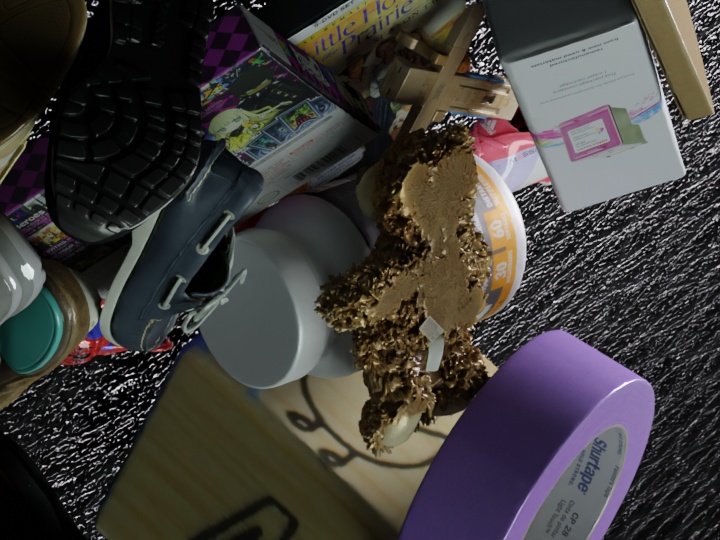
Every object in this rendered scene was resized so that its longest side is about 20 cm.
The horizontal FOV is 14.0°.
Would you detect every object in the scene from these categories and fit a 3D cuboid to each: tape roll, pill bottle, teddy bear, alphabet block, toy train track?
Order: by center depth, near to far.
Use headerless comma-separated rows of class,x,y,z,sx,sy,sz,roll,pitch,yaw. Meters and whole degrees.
teddy bear,0.028,0.010,1.724,0.145,0.067,0.201,-38,131,-28
toy train track,0.051,-0.114,1.790,0.115,0.032,0.200,-62,159,11
tape roll,0.101,0.139,1.813,0.200,0.065,0.201,-46,155,-30
pill bottle,0.000,0.000,1.813,0.199,0.116,0.117,-21,151,-42
alphabet block,-0.024,0.136,1.939,0.195,0.200,0.197,-36,161,-46

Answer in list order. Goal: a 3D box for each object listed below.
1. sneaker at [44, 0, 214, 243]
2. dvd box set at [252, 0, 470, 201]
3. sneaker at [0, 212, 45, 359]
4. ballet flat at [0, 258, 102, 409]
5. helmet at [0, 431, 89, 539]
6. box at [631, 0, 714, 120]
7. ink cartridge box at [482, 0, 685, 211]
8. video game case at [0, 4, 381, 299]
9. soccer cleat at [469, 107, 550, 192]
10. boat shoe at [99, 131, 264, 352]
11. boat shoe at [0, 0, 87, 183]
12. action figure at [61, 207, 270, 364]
sneaker,-0.127,-0.072,1.520,0.088,0.075,0.201,-50,-162,41
dvd box set,0.001,-0.126,1.772,0.146,0.029,0.200,-34,156,-12
sneaker,-0.243,0.033,1.616,0.082,0.075,0.200,-34,169,-32
ballet flat,-0.191,0.035,1.693,0.072,0.068,0.200,-25,169,-36
helmet,-0.253,0.207,1.787,0.199,0.191,0.200,-32,156,-16
box,0.153,-0.203,1.658,0.021,0.164,0.200,-17,145,12
ink cartridge box,0.124,-0.146,1.736,0.084,0.145,0.200,-17,153,6
video game case,-0.107,-0.062,1.680,0.199,0.036,0.181,-32,158,13
soccer cleat,0.072,-0.066,1.952,0.199,0.067,0.077,-31,139,-19
boat shoe,-0.097,-0.008,1.657,0.075,0.062,0.200,-57,175,-39
boat shoe,-0.211,-0.074,1.523,0.200,0.074,0.066,-49,176,6
action figure,-0.134,0.022,1.822,0.199,0.052,0.066,-24,157,-26
